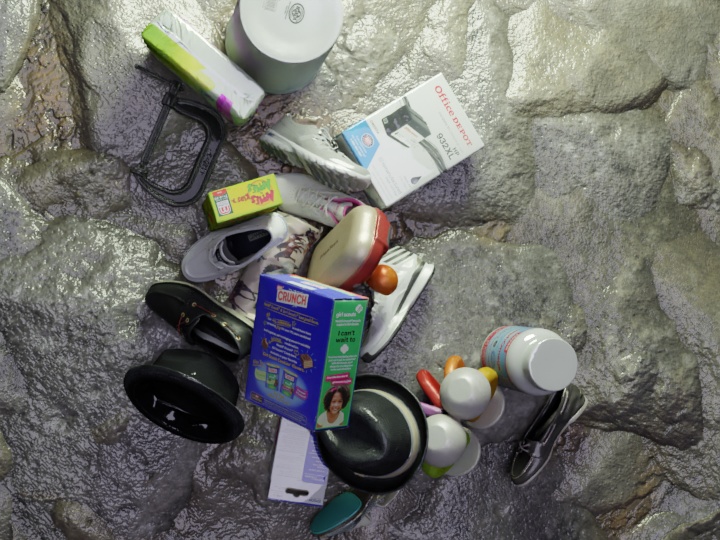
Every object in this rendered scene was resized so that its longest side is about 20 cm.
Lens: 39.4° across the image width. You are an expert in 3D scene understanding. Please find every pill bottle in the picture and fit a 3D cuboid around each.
[{"bbox_3d":[0.275,0.146,1.638,0.109,0.200,0.109,0,88,-12],"label":"pill bottle"}]

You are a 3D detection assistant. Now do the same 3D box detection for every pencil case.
[{"bbox_3d":[-0.137,-0.001,1.618,0.089,0.078,0.200,30,83,-15],"label":"pencil case"}]

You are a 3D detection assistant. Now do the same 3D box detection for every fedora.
[{"bbox_3d":[0.001,0.248,1.543,0.200,0.092,0.201,-6,77,27],"label":"fedora"},{"bbox_3d":[-0.263,0.184,1.569,0.200,0.201,0.092,31,50,-9],"label":"fedora"}]

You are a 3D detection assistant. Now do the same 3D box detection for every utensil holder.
[{"bbox_3d":[-0.119,-0.377,1.568,0.170,0.200,0.170,0,89,-12],"label":"utensil holder"}]

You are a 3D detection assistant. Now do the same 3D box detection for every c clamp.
[{"bbox_3d":[-0.308,-0.209,1.617,0.171,0.027,0.200,17,84,-16],"label":"c clamp"}]

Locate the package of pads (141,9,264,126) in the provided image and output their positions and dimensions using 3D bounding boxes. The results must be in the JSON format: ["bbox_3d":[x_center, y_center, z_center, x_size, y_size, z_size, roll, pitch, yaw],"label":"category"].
[{"bbox_3d":[-0.241,-0.312,1.564,0.200,0.155,0.068,40,89,-9],"label":"package of pads"}]

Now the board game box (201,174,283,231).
[{"bbox_3d":[-0.186,-0.102,1.547,0.101,0.200,0.048,-17,92,-11],"label":"board game box"}]

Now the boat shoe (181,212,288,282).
[{"bbox_3d":[-0.207,-0.033,1.566,0.200,0.065,0.074,-29,97,24],"label":"boat shoe"}]

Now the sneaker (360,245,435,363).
[{"bbox_3d":[0.027,0.047,1.663,0.115,0.076,0.201,33,75,-1],"label":"sneaker"}]

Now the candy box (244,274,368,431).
[{"bbox_3d":[-0.084,0.118,1.502,0.077,0.169,0.200,-2,104,-45],"label":"candy box"}]

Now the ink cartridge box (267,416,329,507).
[{"bbox_3d":[-0.091,0.279,1.643,0.095,0.037,0.200,11,84,-12],"label":"ink cartridge box"}]

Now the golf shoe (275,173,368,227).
[{"bbox_3d":[-0.059,-0.111,1.631,0.200,0.092,0.075,19,86,-9],"label":"golf shoe"}]

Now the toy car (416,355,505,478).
[{"bbox_3d":[0.136,0.233,1.644,0.150,0.175,0.200,26,83,25],"label":"toy car"}]

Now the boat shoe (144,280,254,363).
[{"bbox_3d":[-0.254,0.077,1.567,0.201,0.063,0.074,27,123,13],"label":"boat shoe"}]

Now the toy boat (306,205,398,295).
[{"bbox_3d":[0.000,0.000,1.578,0.131,0.200,0.131,28,45,-20],"label":"toy boat"}]

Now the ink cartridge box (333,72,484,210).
[{"bbox_3d":[0.080,-0.211,1.664,0.200,0.084,0.145,-32,95,-11],"label":"ink cartridge box"}]

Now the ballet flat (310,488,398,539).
[{"bbox_3d":[0.009,0.379,1.648,0.200,0.072,0.072,-43,97,-8],"label":"ballet flat"}]

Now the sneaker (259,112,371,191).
[{"bbox_3d":[-0.064,-0.196,1.611,0.200,0.075,0.082,29,74,16],"label":"sneaker"}]

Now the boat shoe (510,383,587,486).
[{"bbox_3d":[0.307,0.273,1.708,0.057,0.067,0.200,45,74,-18],"label":"boat shoe"}]
